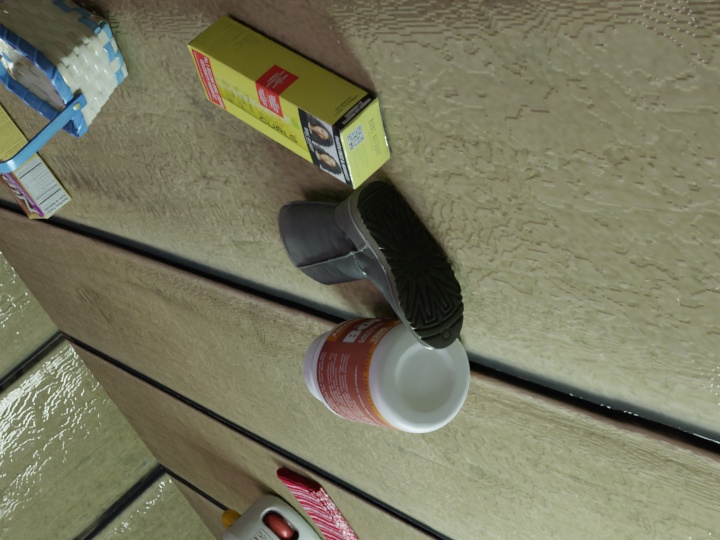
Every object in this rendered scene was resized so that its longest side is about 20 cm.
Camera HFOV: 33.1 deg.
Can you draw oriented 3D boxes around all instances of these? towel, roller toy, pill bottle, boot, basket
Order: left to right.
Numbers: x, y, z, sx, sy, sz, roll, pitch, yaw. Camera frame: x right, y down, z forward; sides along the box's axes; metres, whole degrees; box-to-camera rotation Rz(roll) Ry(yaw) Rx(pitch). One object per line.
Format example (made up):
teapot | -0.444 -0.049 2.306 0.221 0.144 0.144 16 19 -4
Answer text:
basket | -0.370 -0.210 1.342 0.176 0.200 0.139 38 156 27
roller toy | -0.165 0.529 2.291 0.200 0.140 0.182 56 157 -17
towel | -0.061 0.426 2.083 0.145 0.022 0.200 11 138 58
boot | 0.002 0.000 1.175 0.200 0.072 0.182 -19 98 60
pill bottle | 0.018 0.105 1.266 0.112 0.112 0.200 54 157 -16

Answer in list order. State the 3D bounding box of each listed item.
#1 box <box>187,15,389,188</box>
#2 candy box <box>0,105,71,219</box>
box | -0.065 -0.152 1.071 0.200 0.050 0.075 34 155 32
candy box | -0.560 -0.177 1.959 0.200 0.056 0.117 57 157 -19
